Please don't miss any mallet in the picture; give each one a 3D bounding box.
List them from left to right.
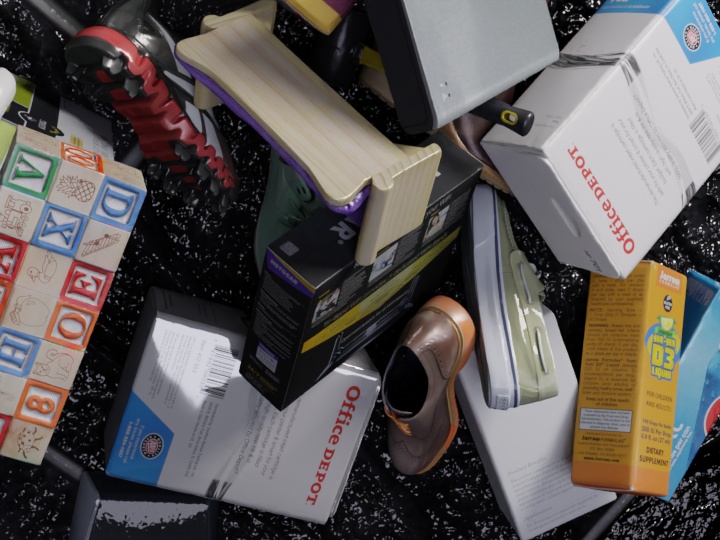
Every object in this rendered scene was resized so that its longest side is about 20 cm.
[{"bbox_3d":[0.041,-0.141,0.990,0.200,0.041,0.066,34,108,23],"label":"mallet"}]

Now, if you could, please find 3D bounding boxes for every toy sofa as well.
[{"bbox_3d":[-0.046,-0.097,0.904,0.097,0.200,0.083,-32,153,-31],"label":"toy sofa"}]

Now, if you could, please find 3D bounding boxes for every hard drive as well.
[{"bbox_3d":[-0.196,0.279,1.129,0.134,0.042,0.201,6,105,-14],"label":"hard drive"},{"bbox_3d":[0.073,-0.193,0.911,0.033,0.200,0.140,-8,107,36],"label":"hard drive"}]

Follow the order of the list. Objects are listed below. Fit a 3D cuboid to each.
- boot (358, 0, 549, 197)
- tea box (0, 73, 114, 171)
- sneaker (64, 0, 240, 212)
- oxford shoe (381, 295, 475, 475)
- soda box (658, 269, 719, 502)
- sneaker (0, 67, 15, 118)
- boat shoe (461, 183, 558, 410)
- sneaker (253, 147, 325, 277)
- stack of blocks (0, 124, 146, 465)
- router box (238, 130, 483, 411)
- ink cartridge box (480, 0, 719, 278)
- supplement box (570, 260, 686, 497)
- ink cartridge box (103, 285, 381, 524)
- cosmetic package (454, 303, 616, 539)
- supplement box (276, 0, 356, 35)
[{"bbox_3d":[0.116,-0.170,1.049,0.200,0.072,0.167,36,99,-15],"label":"boot"},{"bbox_3d":[-0.293,-0.078,0.917,0.196,0.200,0.134,27,99,-17],"label":"tea box"},{"bbox_3d":[-0.145,-0.133,0.998,0.201,0.071,0.098,55,49,-40],"label":"sneaker"},{"bbox_3d":[0.042,0.112,1.088,0.073,0.071,0.201,-36,146,-39],"label":"oxford shoe"},{"bbox_3d":[0.297,0.107,1.180,0.068,0.064,0.201,24,100,-18],"label":"soda box"},{"bbox_3d":[-0.309,-0.077,0.768,0.200,0.076,0.105,-41,109,2],"label":"sneaker"},{"bbox_3d":[0.124,0.021,1.072,0.062,0.072,0.201,-3,70,-5],"label":"boat shoe"},{"bbox_3d":[-0.042,-0.035,1.030,0.073,0.118,0.202,-3,108,-13],"label":"sneaker"},{"bbox_3d":[-0.228,0.013,0.820,0.115,0.059,0.201,20,102,-19],"label":"stack of blocks"},{"bbox_3d":[0.000,0.000,0.995,0.200,0.052,0.158,-36,157,-36],"label":"router box"},{"bbox_3d":[0.216,-0.117,1.036,0.200,0.086,0.147,-47,122,-15],"label":"ink cartridge box"},{"bbox_3d":[0.236,0.094,1.114,0.066,0.069,0.201,16,75,-45],"label":"supplement box"},{"bbox_3d":[-0.103,0.115,1.079,0.199,0.086,0.147,16,102,-18],"label":"ink cartridge box"},{"bbox_3d":[0.150,0.133,1.150,0.101,0.074,0.201,-22,108,-6],"label":"cosmetic package"},{"bbox_3d":[-0.012,-0.291,0.954,0.103,0.131,0.200,37,94,-19],"label":"supplement box"}]
